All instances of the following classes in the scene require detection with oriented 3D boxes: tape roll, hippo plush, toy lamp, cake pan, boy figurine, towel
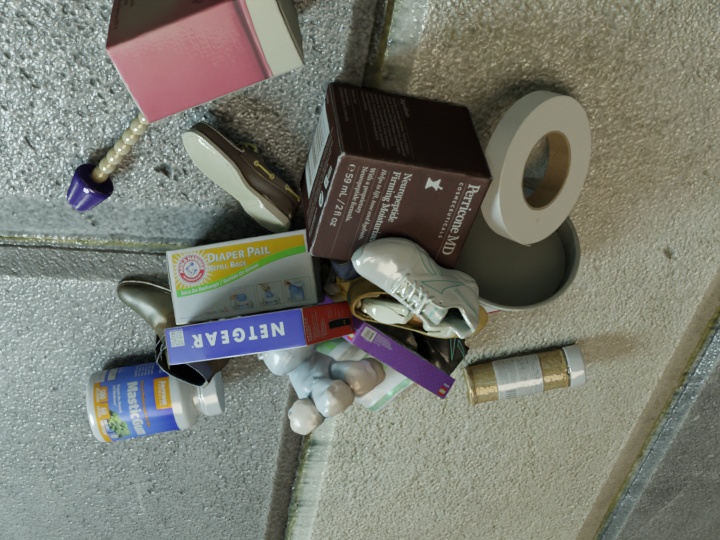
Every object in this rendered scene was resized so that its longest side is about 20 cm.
[{"bbox_3d":[0.234,-0.135,1.269,0.202,0.037,0.204,-23,125,-38],"label":"tape roll"},{"bbox_3d":[-0.065,0.140,1.464,0.159,0.200,0.161,-34,85,4],"label":"hippo plush"},{"bbox_3d":[-0.312,-0.152,1.235,0.058,0.058,0.200,33,118,-31],"label":"toy lamp"},{"bbox_3d":[0.206,-0.029,1.341,0.198,0.202,0.037,-3,154,-6],"label":"cake pan"},{"bbox_3d":[0.000,0.000,1.377,0.124,0.064,0.200,-41,155,-10],"label":"boy figurine"},{"bbox_3d":[0.001,0.154,1.568,0.199,0.031,0.149,32,119,-30],"label":"towel"}]

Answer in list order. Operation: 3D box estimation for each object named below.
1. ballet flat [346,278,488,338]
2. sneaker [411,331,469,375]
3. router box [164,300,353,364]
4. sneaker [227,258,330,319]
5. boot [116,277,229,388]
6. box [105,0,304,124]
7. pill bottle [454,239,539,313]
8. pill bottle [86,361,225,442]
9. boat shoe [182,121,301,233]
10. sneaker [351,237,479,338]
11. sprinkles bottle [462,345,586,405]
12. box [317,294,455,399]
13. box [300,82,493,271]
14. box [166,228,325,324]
[{"bbox_3d":[0.076,0.062,1.308,0.198,0.063,0.069,10,113,1],"label":"ballet flat"},{"bbox_3d":[0.115,0.082,1.510,0.079,0.075,0.201,-35,127,-15],"label":"sneaker"},{"bbox_3d":[-0.131,0.082,1.285,0.198,0.049,0.179,-9,178,18],"label":"router box"},{"bbox_3d":[-0.134,0.032,1.416,0.199,0.077,0.089,-33,120,16],"label":"sneaker"},{"bbox_3d":[-0.279,0.089,1.394,0.199,0.097,0.075,29,130,-6],"label":"boot"},{"bbox_3d":[-0.176,-0.274,1.100,0.198,0.128,0.109,-19,130,7],"label":"box"},{"bbox_3d":[0.154,0.015,1.398,0.198,0.110,0.110,-13,133,-10],"label":"pill bottle"},{"bbox_3d":[-0.318,0.199,1.502,0.198,0.113,0.113,-10,132,0],"label":"pill bottle"},{"bbox_3d":[-0.154,-0.132,1.274,0.072,0.060,0.200,1,145,49],"label":"boat shoe"},{"bbox_3d":[0.078,0.022,1.213,0.199,0.081,0.070,24,128,-27],"label":"sneaker"},{"bbox_3d":[0.274,0.176,1.603,0.198,0.069,0.069,-11,132,1],"label":"sprinkles bottle"},{"bbox_3d":[0.035,0.115,1.442,0.199,0.137,0.039,34,89,-32],"label":"box"},{"bbox_3d":[0.039,-0.119,1.244,0.198,0.165,0.167,7,130,-15],"label":"box"},{"bbox_3d":[-0.157,0.010,1.333,0.198,0.112,0.102,-9,88,4],"label":"box"}]
